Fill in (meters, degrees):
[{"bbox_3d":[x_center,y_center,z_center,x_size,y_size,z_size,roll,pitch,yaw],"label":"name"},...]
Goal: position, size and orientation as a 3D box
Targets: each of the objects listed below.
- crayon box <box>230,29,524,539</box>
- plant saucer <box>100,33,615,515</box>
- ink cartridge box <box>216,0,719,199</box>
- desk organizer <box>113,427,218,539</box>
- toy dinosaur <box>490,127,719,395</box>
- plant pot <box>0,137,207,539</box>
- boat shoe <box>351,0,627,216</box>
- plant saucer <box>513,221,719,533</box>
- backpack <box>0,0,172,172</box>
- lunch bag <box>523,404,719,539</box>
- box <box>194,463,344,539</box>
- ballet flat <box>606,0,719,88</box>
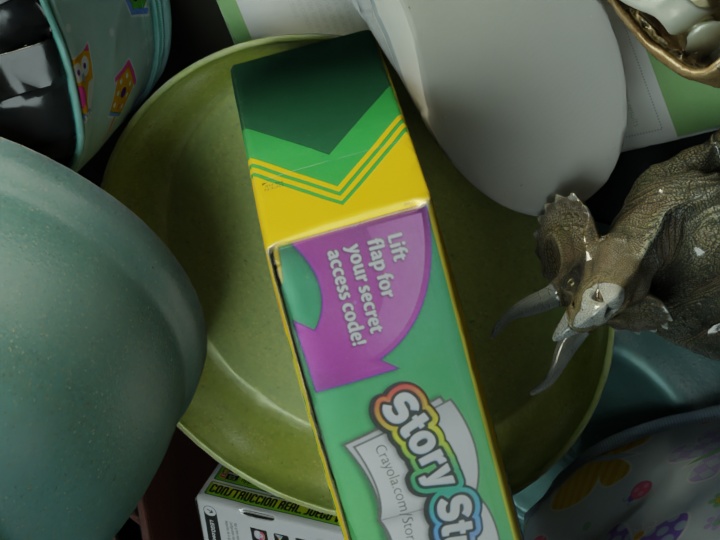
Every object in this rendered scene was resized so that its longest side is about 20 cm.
[{"bbox_3d":[0.011,0.042,0.984,0.058,0.173,0.200,-15,113,1],"label":"crayon box"},{"bbox_3d":[0.000,0.000,1.090,0.200,0.031,0.200,9,120,17],"label":"plant saucer"},{"bbox_3d":[0.048,-0.105,1.060,0.200,0.048,0.146,-14,111,24],"label":"ink cartridge box"},{"bbox_3d":[-0.097,0.109,1.212,0.072,0.077,0.200,3,117,21],"label":"desk organizer"},{"bbox_3d":[0.127,-0.005,1.027,0.102,0.200,0.077,-36,63,25],"label":"toy dinosaur"},{"bbox_3d":[-0.165,0.059,1.046,0.200,0.134,0.200,8,142,6],"label":"plant pot"},{"bbox_3d":[0.021,-0.104,0.979,0.072,0.069,0.200,-39,120,4],"label":"boat shoe"},{"bbox_3d":[0.074,0.075,1.150,0.200,0.036,0.200,10,120,17],"label":"plant saucer"},{"bbox_3d":[-0.168,-0.103,1.084,0.200,0.153,0.176,-6,114,37],"label":"backpack"},{"bbox_3d":[0.154,0.127,1.037,0.200,0.170,0.127,-9,114,3],"label":"lunch bag"},{"bbox_3d":[0.001,0.166,1.199,0.110,0.035,0.200,12,132,22],"label":"box"},{"bbox_3d":[0.069,-0.139,0.963,0.068,0.072,0.200,-34,94,24],"label":"ballet flat"}]
